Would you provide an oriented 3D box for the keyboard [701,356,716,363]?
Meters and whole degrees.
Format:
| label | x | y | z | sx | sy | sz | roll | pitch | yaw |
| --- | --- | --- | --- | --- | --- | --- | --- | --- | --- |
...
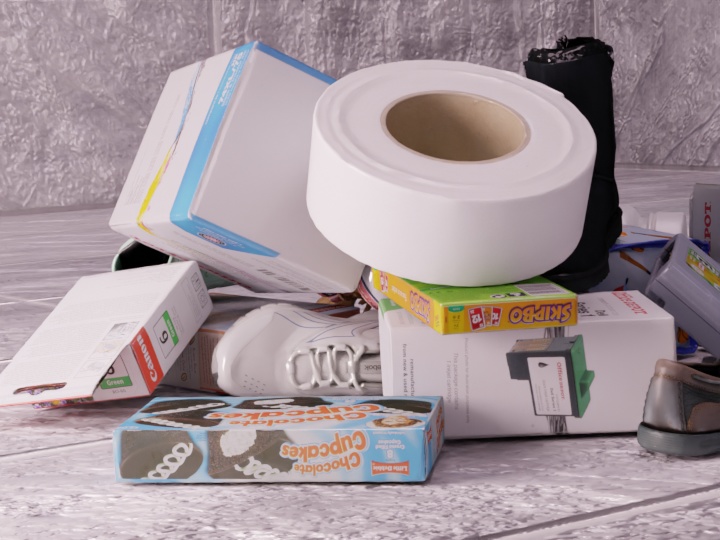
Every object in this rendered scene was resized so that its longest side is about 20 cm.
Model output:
| label | x | y | z | sx | sy | sz | roll | pitch | yaw |
| --- | --- | --- | --- | --- | --- | --- | --- | --- | --- |
| keyboard | 0.284 | 0.087 | 1.461 | 0.056 | 0.011 | 0.200 | 5 | 8 | 13 |

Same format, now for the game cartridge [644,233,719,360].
| label | x | y | z | sx | sy | sz | roll | pitch | yaw |
| --- | --- | --- | --- | --- | --- | --- | --- | --- | --- |
| game cartridge | 0.283 | 0.034 | 1.467 | 0.040 | 0.133 | 0.200 | -47 | -2 | 14 |

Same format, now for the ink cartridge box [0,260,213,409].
| label | x | y | z | sx | sy | sz | roll | pitch | yaw |
| --- | --- | --- | --- | --- | --- | --- | --- | --- | --- |
| ink cartridge box | -0.202 | 0.065 | 1.469 | 0.109 | 0.050 | 0.200 | -8 | 27 | 24 |

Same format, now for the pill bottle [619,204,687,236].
| label | x | y | z | sx | sy | sz | roll | pitch | yaw |
| --- | --- | --- | --- | --- | --- | --- | --- | --- | --- |
| pill bottle | 0.217 | -0.008 | 1.855 | 0.199 | 0.114 | 0.113 | 0 | 7 | 13 |

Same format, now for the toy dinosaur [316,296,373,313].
| label | x | y | z | sx | sy | sz | roll | pitch | yaw |
| --- | --- | --- | --- | --- | --- | --- | --- | --- | --- |
| toy dinosaur | -0.021 | 0.038 | 1.721 | 0.106 | 0.061 | 0.200 | -5 | -20 | -34 |

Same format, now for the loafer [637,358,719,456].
| label | x | y | z | sx | sy | sz | roll | pitch | yaw |
| --- | --- | --- | --- | --- | --- | --- | --- | --- | --- |
| loafer | 0.258 | 0.079 | 1.283 | 0.072 | 0.063 | 0.200 | 8 | 12 | 40 |

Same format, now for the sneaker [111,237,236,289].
| label | x | y | z | sx | sy | sz | roll | pitch | yaw |
| --- | --- | --- | --- | --- | --- | --- | --- | --- | --- |
| sneaker | -0.113 | -0.018 | 1.619 | 0.200 | 0.074 | 0.118 | -19 | -3 | 12 |

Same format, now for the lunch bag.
| label | x | y | z | sx | sy | sz | roll | pitch | yaw |
| --- | --- | --- | --- | --- | --- | --- | --- | --- | --- |
| lunch bag | 0.169 | 0.018 | 1.608 | 0.170 | 0.124 | 0.200 | 6 | 3 | 41 |

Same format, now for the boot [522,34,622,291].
| label | x | y | z | sx | sy | sz | roll | pitch | yaw |
| --- | --- | --- | --- | --- | --- | --- | --- | --- | --- |
| boot | 0.154 | -0.086 | 1.460 | 0.076 | 0.169 | 0.200 | -2 | 19 | 21 |

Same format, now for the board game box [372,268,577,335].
| label | x | y | z | sx | sy | sz | roll | pitch | yaw |
| --- | --- | --- | --- | --- | --- | --- | --- | --- | --- |
| board game box | 0.074 | 0.012 | 1.335 | 0.095 | 0.030 | 0.200 | -4 | 13 | -13 |

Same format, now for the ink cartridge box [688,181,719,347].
| label | x | y | z | sx | sy | sz | roll | pitch | yaw |
| --- | --- | --- | --- | --- | --- | --- | --- | --- | --- |
| ink cartridge box | 0.369 | 0.000 | 1.589 | 0.083 | 0.146 | 0.200 | -4 | 7 | -28 |

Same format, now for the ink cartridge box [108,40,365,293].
| label | x | y | z | sx | sy | sz | roll | pitch | yaw |
| --- | --- | --- | --- | --- | --- | --- | --- | --- | --- |
| ink cartridge box | -0.081 | -0.074 | 1.489 | 0.146 | 0.146 | 0.200 | 24 | -11 | -22 |

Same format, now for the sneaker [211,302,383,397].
| label | x | y | z | sx | sy | sz | roll | pitch | yaw |
| --- | --- | --- | --- | --- | --- | --- | --- | --- | --- |
| sneaker | -0.019 | 0.065 | 1.476 | 0.199 | 0.075 | 0.087 | -6 | 12 | -27 |

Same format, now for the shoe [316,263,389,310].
| label | x | y | z | sx | sy | sz | roll | pitch | yaw |
| --- | --- | --- | --- | --- | --- | --- | --- | --- | --- |
| shoe | 0.000 | 0.000 | 1.523 | 0.091 | 0.072 | 0.200 | -34 | 15 | 15 |

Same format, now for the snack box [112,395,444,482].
| label | x | y | z | sx | sy | sz | roll | pitch | yaw |
| --- | --- | --- | --- | --- | --- | --- | --- | --- | --- |
| snack box | -0.049 | 0.108 | 1.235 | 0.199 | 0.037 | 0.116 | -1 | 7 | 8 |

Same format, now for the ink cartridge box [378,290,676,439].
| label | x | y | z | sx | sy | sz | roll | pitch | yaw |
| --- | --- | --- | --- | --- | --- | --- | --- | --- | --- |
| ink cartridge box | 0.117 | 0.065 | 1.355 | 0.199 | 0.085 | 0.146 | -3 | 7 | -2 |

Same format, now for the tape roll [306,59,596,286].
| label | x | y | z | sx | sy | sz | roll | pitch | yaw |
| --- | --- | --- | --- | --- | --- | --- | --- | --- | --- |
| tape roll | 0.064 | -0.072 | 1.335 | 0.202 | 0.071 | 0.203 | 4 | 33 | -2 |

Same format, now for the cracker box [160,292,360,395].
| label | x | y | z | sx | sy | sz | roll | pitch | yaw |
| --- | --- | --- | --- | --- | --- | --- | --- | --- | --- |
| cracker box | -0.112 | 0.060 | 1.598 | 0.134 | 0.058 | 0.200 | -10 | 9 | -42 |
